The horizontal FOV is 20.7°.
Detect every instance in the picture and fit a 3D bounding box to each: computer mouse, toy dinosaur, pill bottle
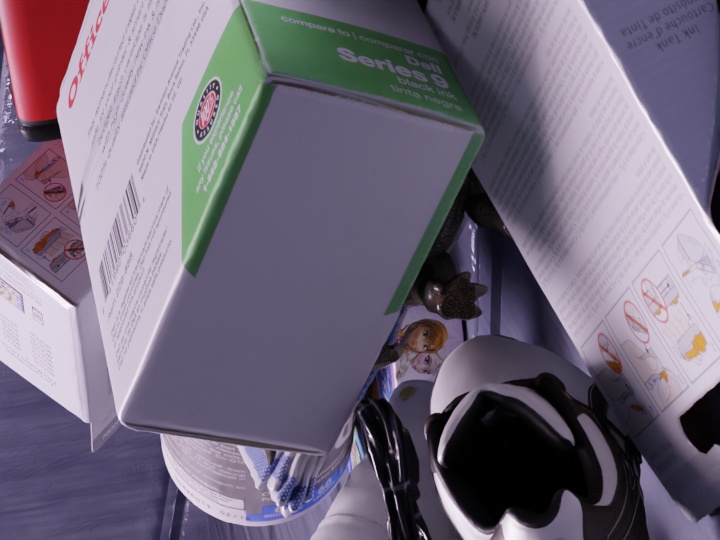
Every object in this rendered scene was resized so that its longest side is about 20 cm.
[{"bbox_3d":[0.031,0.114,0.736,0.201,0.034,0.059,75,-179,-49],"label":"computer mouse"},{"bbox_3d":[0.013,-0.017,0.774,0.102,0.077,0.201,-131,55,-64],"label":"toy dinosaur"},{"bbox_3d":[-0.054,0.050,1.063,0.200,0.113,0.114,96,159,-61],"label":"pill bottle"}]

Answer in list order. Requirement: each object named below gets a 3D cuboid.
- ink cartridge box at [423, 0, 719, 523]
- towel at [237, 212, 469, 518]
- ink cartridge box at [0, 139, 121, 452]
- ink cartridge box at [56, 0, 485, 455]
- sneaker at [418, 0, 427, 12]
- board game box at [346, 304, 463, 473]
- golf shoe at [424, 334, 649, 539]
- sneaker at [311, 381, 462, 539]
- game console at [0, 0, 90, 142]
[{"bbox_3d":[0.091,-0.029,0.633,0.201,0.050,0.162,58,165,12],"label":"ink cartridge box"},{"bbox_3d":[0.000,0.000,0.876,0.201,0.024,0.147,-61,18,6],"label":"towel"},{"bbox_3d":[-0.117,-0.023,1.093,0.084,0.200,0.176,35,152,16],"label":"ink cartridge box"},{"bbox_3d":[-0.043,-0.056,0.717,0.200,0.084,0.146,-111,38,-49],"label":"ink cartridge box"},{"bbox_3d":[0.002,-0.156,0.817,0.084,0.076,0.201,-110,-4,-51],"label":"sneaker"},{"bbox_3d":[0.019,0.068,1.118,0.200,0.041,0.201,-122,22,-64],"label":"board game box"},{"bbox_3d":[0.061,0.061,0.694,0.200,0.077,0.095,-113,-1,-60],"label":"golf shoe"},{"bbox_3d":[0.059,0.138,0.888,0.200,0.073,0.116,57,-134,-35],"label":"sneaker"},{"bbox_3d":[-0.076,-0.138,0.948,0.173,0.199,0.119,88,166,-45],"label":"game console"}]
